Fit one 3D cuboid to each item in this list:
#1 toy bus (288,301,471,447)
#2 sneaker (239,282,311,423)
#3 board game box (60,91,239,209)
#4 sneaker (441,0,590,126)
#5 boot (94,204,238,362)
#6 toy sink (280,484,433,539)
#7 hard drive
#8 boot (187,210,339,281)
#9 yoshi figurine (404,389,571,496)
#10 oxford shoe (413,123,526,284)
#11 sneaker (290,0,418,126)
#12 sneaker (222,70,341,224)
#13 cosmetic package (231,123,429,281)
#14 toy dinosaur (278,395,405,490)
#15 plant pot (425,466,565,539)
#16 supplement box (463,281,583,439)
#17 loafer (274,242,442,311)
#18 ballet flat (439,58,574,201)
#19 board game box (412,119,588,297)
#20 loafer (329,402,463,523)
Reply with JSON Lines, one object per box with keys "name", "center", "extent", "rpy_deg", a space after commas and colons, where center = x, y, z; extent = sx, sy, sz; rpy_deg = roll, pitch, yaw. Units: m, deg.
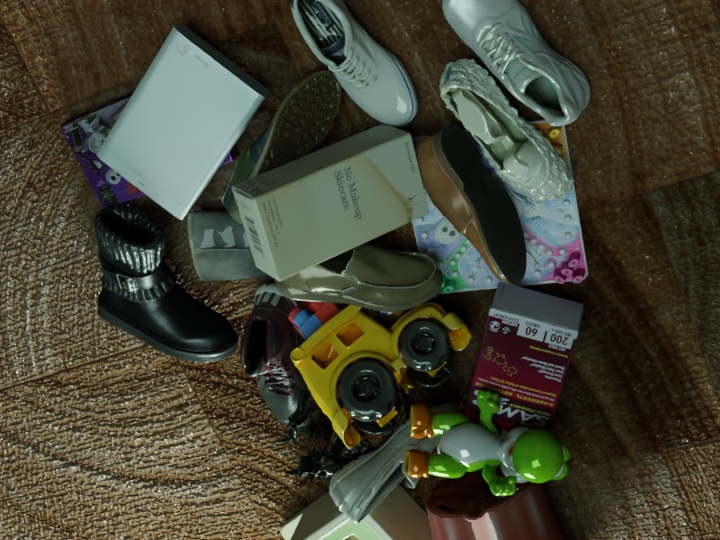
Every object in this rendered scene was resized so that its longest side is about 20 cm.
{"name": "toy bus", "center": [0.009, 0.085, 1.478], "extent": [0.200, 0.136, 0.192], "rpy_deg": [-39, 71, -5]}
{"name": "sneaker", "center": [-0.118, 0.126, 1.542], "extent": [0.075, 0.116, 0.202], "rpy_deg": [-1, 115, 16]}
{"name": "board game box", "center": [-0.260, -0.161, 1.496], "extent": [0.199, 0.032, 0.121], "rpy_deg": [-18, 113, 23]}
{"name": "sneaker", "center": [0.167, -0.234, 1.308], "extent": [0.200, 0.080, 0.070], "rpy_deg": [40, 121, -4]}
{"name": "boot", "center": [-0.246, 0.018, 1.531], "extent": [0.209, 0.080, 0.159], "rpy_deg": [20, 126, 11]}
{"name": "toy sink", "center": [-0.018, 0.376, 1.638], "extent": [0.200, 0.112, 0.130], "rpy_deg": [-37, 101, 28]}
{"name": "hard drive", "center": [-0.214, -0.174, 1.446], "extent": [0.132, 0.026, 0.200], "rpy_deg": [37, 119, -4]}
{"name": "boot", "center": [-0.114, -0.062, 1.486], "extent": [0.198, 0.073, 0.183], "rpy_deg": [8, 115, 20]}
{"name": "yoshi figurine", "center": [0.155, 0.209, 1.436], "extent": [0.198, 0.112, 0.113], "rpy_deg": [7, 116, -1]}
{"name": "oxford shoe", "center": [0.125, -0.070, 1.386], "extent": [0.071, 0.071, 0.201], "rpy_deg": [-18, 107, 46]}
{"name": "sneaker", "center": [-0.013, -0.236, 1.361], "extent": [0.073, 0.071, 0.200], "rpy_deg": [-37, 103, 27]}
{"name": "sneaker", "center": [-0.101, -0.144, 1.410], "extent": [0.067, 0.090, 0.201], "rpy_deg": [32, 79, -32]}
{"name": "cosmetic package", "center": [-0.032, -0.078, 1.359], "extent": [0.199, 0.073, 0.104], "rpy_deg": [-25, 114, -19]}
{"name": "toy dinosaur", "center": [-0.026, 0.234, 1.577], "extent": [0.135, 0.102, 0.201], "rpy_deg": [14, 113, -40]}
{"name": "plant pot", "center": [0.180, 0.359, 1.538], "extent": [0.199, 0.201, 0.197], "rpy_deg": [-13, 103, 21]}
{"name": "supplement box", "center": [0.193, 0.121, 1.470], "extent": [0.108, 0.061, 0.201], "rpy_deg": [15, 127, 9]}
{"name": "loafer", "center": [0.000, 0.000, 1.417], "extent": [0.198, 0.076, 0.068], "rpy_deg": [-1, 133, -7]}
{"name": "ballet flat", "center": [0.153, -0.142, 1.334], "extent": [0.072, 0.072, 0.200], "rpy_deg": [-38, 101, 28]}
{"name": "board game box", "center": [0.153, -0.067, 1.423], "extent": [0.198, 0.026, 0.202], "rpy_deg": [-6, 113, 18]}
{"name": "loafer", "center": [0.054, 0.242, 1.533], "extent": [0.199, 0.070, 0.070], "rpy_deg": [-36, 62, -5]}
